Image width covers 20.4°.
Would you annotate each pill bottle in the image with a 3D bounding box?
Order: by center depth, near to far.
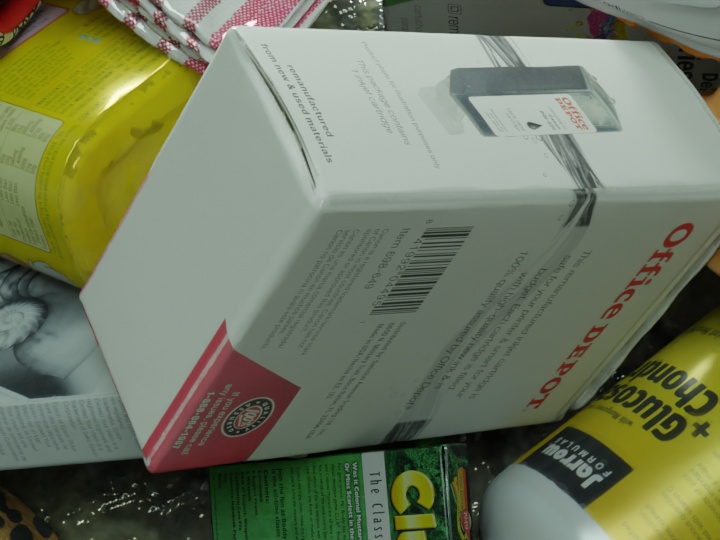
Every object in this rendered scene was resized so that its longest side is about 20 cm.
[{"bbox_3d":[0.118,0.101,0.780,0.200,0.112,0.112,-36,67,-14],"label":"pill bottle"}]

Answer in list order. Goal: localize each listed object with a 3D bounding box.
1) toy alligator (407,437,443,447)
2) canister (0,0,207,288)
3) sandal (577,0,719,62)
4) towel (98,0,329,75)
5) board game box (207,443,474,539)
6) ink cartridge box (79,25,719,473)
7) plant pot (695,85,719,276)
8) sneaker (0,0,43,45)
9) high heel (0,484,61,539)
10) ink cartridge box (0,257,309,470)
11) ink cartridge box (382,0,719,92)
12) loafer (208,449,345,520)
[{"bbox_3d":[0.000,0.000,0.866,0.054,0.059,0.201,-7,52,2],"label":"toy alligator"},{"bbox_3d":[-0.135,-0.071,0.819,0.200,0.087,0.148,19,47,38],"label":"canister"},{"bbox_3d":[0.103,-0.131,0.743,0.206,0.059,0.079,18,82,29],"label":"sandal"},{"bbox_3d":[-0.080,-0.176,0.750,0.200,0.030,0.147,37,67,-3],"label":"towel"},{"bbox_3d":[-0.003,0.167,0.729,0.104,0.023,0.201,-7,83,31],"label":"board game box"},{"bbox_3d":[0.021,-0.009,0.719,0.199,0.146,0.085,-1,51,-37],"label":"ink cartridge box"},{"bbox_3d":[0.231,-0.053,0.780,0.200,0.200,0.140,30,112,17],"label":"plant pot"},{"bbox_3d":[-0.168,-0.152,0.813,0.107,0.067,0.202,-4,41,10],"label":"sneaker"},{"bbox_3d":[-0.197,0.062,0.861,0.142,0.072,0.201,6,49,-18],"label":"high heel"},{"bbox_3d":[-0.103,0.001,0.820,0.199,0.041,0.200,-5,38,15],"label":"ink cartridge box"},{"bbox_3d":[0.110,-0.147,0.885,0.199,0.145,0.088,2,64,4],"label":"ink cartridge box"},{"bbox_3d":[-0.016,0.153,0.789,0.072,0.063,0.201,-11,78,24],"label":"loafer"}]
